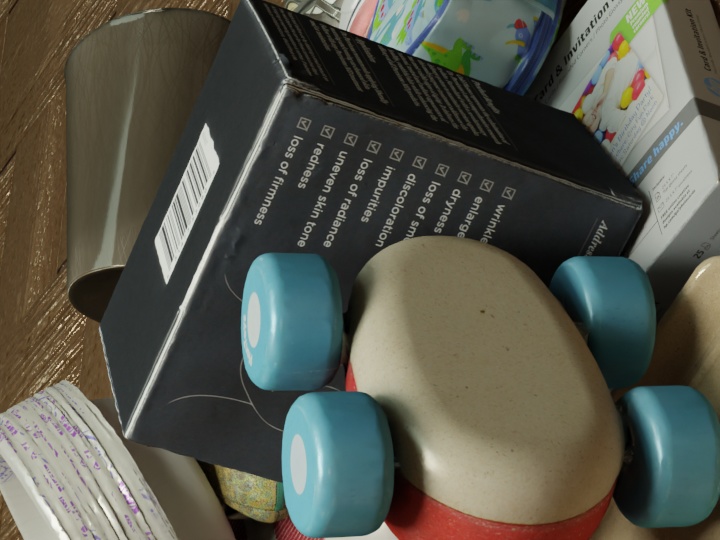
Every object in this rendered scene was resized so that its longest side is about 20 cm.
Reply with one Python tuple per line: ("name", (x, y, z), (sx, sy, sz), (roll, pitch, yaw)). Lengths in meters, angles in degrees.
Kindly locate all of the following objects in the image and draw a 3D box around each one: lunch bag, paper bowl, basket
("lunch bag", (0.056, -0.142, 1.282), (0.161, 0.082, 0.201), (-50, 16, 41))
("paper bowl", (-0.148, 0.161, 1.400), (0.104, 0.202, 0.200), (-30, 18, -16))
("basket", (-0.158, -0.067, 1.681), (0.180, 0.135, 0.201), (-31, 49, 48))

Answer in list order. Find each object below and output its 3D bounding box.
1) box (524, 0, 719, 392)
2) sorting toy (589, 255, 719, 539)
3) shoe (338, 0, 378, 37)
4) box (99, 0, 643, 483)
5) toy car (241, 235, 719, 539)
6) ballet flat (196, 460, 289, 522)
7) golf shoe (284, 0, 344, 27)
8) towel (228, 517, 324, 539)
("box", (0.134, -0.053, 1.147), (0.156, 0.041, 0.201), (-54, 28, 35))
("sorting toy", (0.156, 0.120, 0.989), (0.186, 0.036, 0.200), (-59, 31, 26))
("shoe", (0.016, -0.105, 1.410), (0.201, 0.071, 0.091), (-66, 28, 19))
("box", (0.000, 0.000, 1.110), (0.201, 0.195, 0.124), (-64, 22, 19))
("toy car", (0.038, 0.106, 1.019), (0.177, 0.183, 0.201), (-111, 26, -48))
("ballet flat", (-0.086, 0.123, 1.430), (0.200, 0.070, 0.071), (10, 82, 69))
("golf shoe", (0.008, -0.177, 1.477), (0.200, 0.077, 0.095), (131, 145, -60))
("towel", (-0.061, 0.185, 1.419), (0.201, 0.023, 0.144), (-59, 25, 23))
